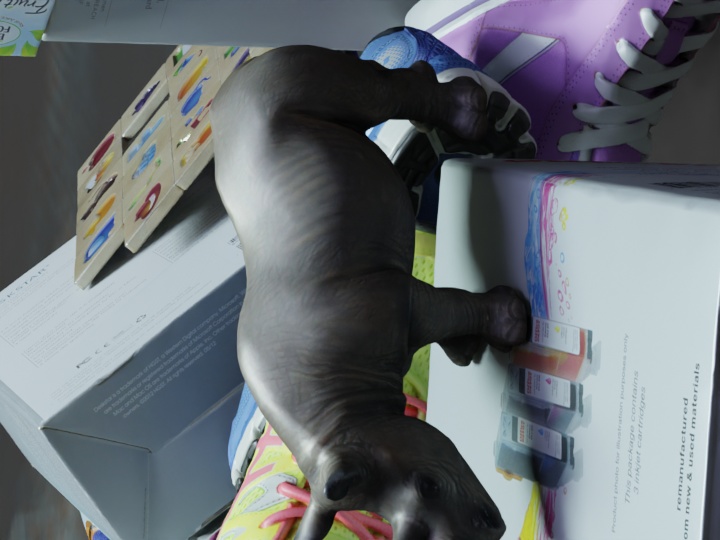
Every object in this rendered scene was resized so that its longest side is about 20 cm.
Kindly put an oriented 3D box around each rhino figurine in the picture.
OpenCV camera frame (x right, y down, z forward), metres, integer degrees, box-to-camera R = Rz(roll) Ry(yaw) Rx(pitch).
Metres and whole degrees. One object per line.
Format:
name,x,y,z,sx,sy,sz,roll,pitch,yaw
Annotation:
rhino figurine,0.002,0.014,0.897,0.060,0.087,0.201,128,139,-55

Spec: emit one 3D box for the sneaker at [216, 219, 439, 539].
sneaker,-0.006,0.080,0.984,0.090,0.078,0.201,-114,45,-79

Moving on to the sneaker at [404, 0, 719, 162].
sneaker,0.103,-0.077,1.030,0.200,0.072,0.115,-34,61,45

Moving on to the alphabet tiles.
alphabet tiles,-0.069,-0.076,1.233,0.167,0.008,0.200,-50,16,11

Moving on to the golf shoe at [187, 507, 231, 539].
golf shoe,-0.046,0.130,1.138,0.091,0.200,0.076,-29,95,27

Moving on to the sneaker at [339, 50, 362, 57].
sneaker,-0.001,-0.105,1.288,0.146,0.080,0.202,-12,84,62

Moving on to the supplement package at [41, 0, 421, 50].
supplement package,-0.032,-0.165,1.107,0.122,0.199,0.120,-118,35,-47

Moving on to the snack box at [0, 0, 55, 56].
snack box,-0.141,-0.199,1.044,0.143,0.053,0.201,116,145,-47

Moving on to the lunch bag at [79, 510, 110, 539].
lunch bag,-0.074,0.101,1.383,0.200,0.123,0.171,63,-173,-52

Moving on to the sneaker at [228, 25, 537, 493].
sneaker,0.000,0.000,1.067,0.201,0.078,0.089,-65,32,25

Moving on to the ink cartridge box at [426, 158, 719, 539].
ink cartridge box,0.123,0.043,0.906,0.200,0.144,0.146,-162,74,-67

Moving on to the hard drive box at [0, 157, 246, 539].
hard drive box,-0.075,0.027,1.197,0.077,0.156,0.200,56,170,-18
